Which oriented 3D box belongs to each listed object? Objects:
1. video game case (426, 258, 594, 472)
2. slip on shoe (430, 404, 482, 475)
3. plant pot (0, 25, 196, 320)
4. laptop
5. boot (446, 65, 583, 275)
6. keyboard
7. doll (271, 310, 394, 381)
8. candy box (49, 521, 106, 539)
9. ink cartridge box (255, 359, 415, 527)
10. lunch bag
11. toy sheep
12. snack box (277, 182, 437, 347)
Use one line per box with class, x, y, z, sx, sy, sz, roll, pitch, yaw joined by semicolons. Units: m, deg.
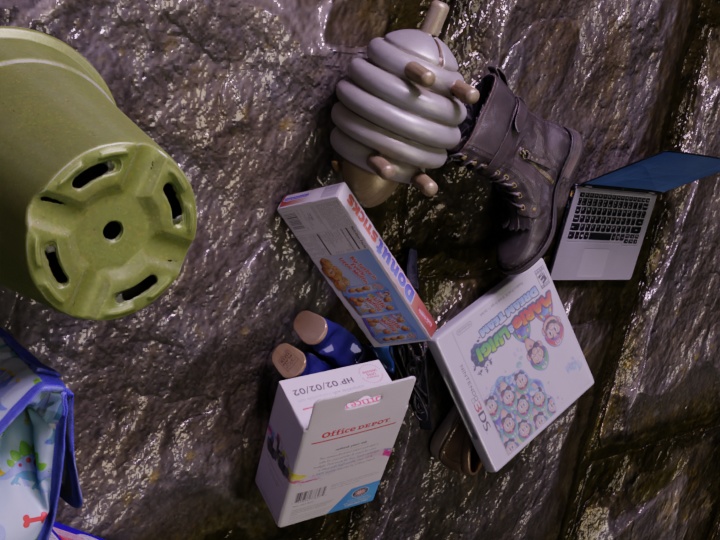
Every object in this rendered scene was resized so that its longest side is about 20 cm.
video game case;0.185;0.110;1.228;0.200;0.024;0.182;-34;106;-32
slip on shoe;0.160;0.156;1.257;0.076;0.061;0.200;38;83;-46
plant pot;-0.215;-0.055;0.718;0.200;0.190;0.200;-19;121;-35
laptop;0.359;-0.063;1.296;0.187;0.116;0.200;1;109;-42
boot;0.152;-0.106;1.131;0.174;0.069;0.200;18;93;-40
keyboard;0.053;0.084;1.123;0.040;0.104;0.200;-5;120;5
doll;-0.016;0.117;1.086;0.137;0.048;0.200;-57;140;-5
candy box;-0.300;0.328;0.906;0.200;0.077;0.169;-57;137;-7
ink cartridge box;-0.028;0.161;1.026;0.115;0.068;0.200;-10;137;-28
lunch bag;-0.295;0.142;0.753;0.127;0.170;0.200;22;92;-46
toy sheep;0.039;-0.150;0.946;0.138;0.138;0.200;14;109;-45
snack box;0.000;0.000;1.005;0.200;0.072;0.024;56;39;-33
